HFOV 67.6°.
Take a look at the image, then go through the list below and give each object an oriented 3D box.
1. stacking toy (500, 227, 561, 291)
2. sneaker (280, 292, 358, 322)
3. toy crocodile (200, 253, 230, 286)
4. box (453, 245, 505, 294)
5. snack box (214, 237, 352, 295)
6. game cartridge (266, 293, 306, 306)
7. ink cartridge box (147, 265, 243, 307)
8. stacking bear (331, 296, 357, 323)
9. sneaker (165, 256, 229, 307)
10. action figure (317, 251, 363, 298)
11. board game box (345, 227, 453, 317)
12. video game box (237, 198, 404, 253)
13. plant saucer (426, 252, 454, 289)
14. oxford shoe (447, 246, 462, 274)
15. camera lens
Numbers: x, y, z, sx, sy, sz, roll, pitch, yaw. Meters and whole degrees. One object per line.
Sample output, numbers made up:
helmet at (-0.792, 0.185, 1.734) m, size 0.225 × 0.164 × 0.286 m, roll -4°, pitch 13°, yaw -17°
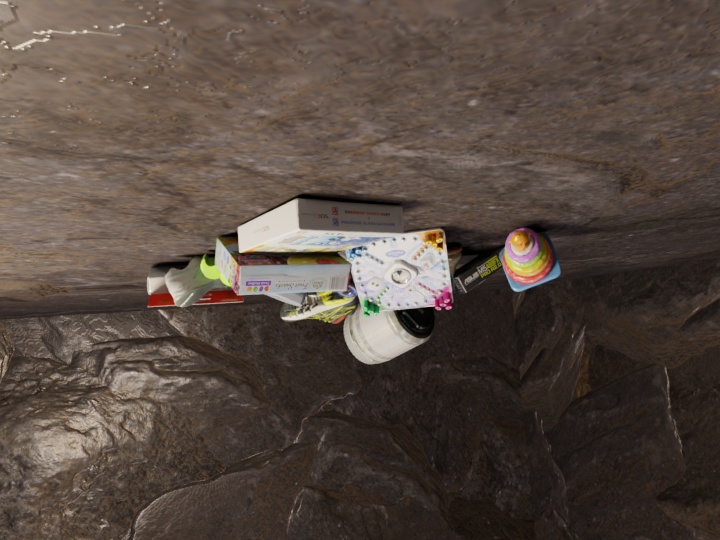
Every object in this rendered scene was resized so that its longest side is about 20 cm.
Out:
stacking toy at (0.330, -0.042, 1.086) m, size 0.113 × 0.113 × 0.199 m, roll -22°, pitch 157°, yaw 19°
sneaker at (-0.095, 0.094, 1.271) m, size 0.194 × 0.076 × 0.086 m, roll -15°, pitch 132°, yaw 12°
toy crocodile at (-0.214, -0.018, 1.033) m, size 0.194 × 0.063 × 0.068 m, roll -8°, pitch -145°, yaw 19°
box at (0.293, 0.005, 1.402) m, size 0.158 × 0.045 × 0.200 m, roll -31°, pitch 179°, yaw -11°
snack box at (-0.131, -0.011, 0.907) m, size 0.195 × 0.055 × 0.142 m, roll -1°, pitch -161°, yaw -31°
game cartridge at (-0.186, 0.040, 1.178) m, size 0.131 × 0.041 × 0.199 m, roll 27°, pitch 171°, yaw -16°
ink cartridge box at (-0.357, 0.029, 1.163) m, size 0.194 × 0.045 × 0.173 m, roll -2°, pitch -167°, yaw -19°
stacking bear at (-0.123, 0.046, 1.342) m, size 0.197 × 0.115 × 0.122 m, roll 27°, pitch -166°, yaw -29°
sneaker at (-0.307, 0.000, 1.106) m, size 0.198 × 0.081 × 0.071 m, roll -24°, pitch 157°, yaw -42°
action figure at (-0.089, -0.017, 1.138) m, size 0.191 × 0.107 × 0.198 m, roll -18°, pitch 138°, yaw 43°
board game box at (0.080, 0.013, 1.070) m, size 0.193 × 0.026 × 0.203 m, roll -7°, pitch 132°, yaw 11°
video game box at (-0.062, -0.060, 0.796) m, size 0.178 × 0.048 × 0.198 m, roll 2°, pitch 172°, yaw -35°
plant saucer at (0.110, -0.011, 1.144) m, size 0.196 × 0.039 × 0.203 m, roll 19°, pitch 152°, yaw 10°
oxford shoe at (0.213, -0.015, 1.306) m, size 0.068 × 0.076 × 0.200 m, roll -5°, pitch 174°, yaw 6°
camera lens at (0.071, 0.125, 1.307) m, size 0.157 × 0.164 × 0.199 m, roll 1°, pitch 154°, yaw -44°
